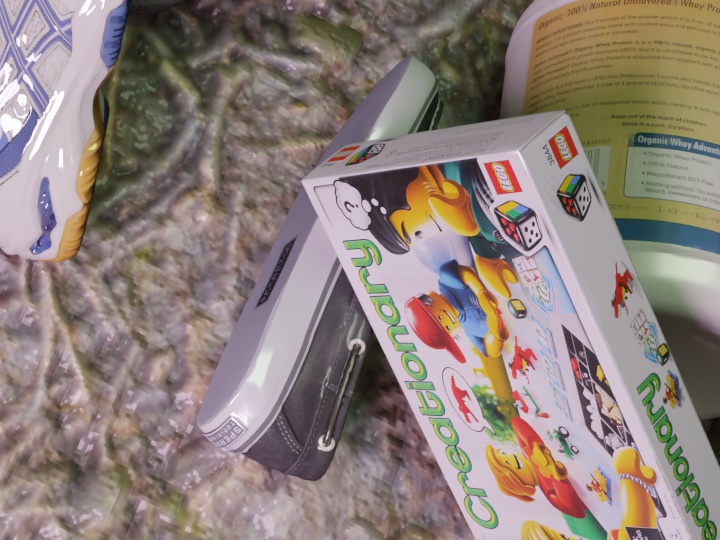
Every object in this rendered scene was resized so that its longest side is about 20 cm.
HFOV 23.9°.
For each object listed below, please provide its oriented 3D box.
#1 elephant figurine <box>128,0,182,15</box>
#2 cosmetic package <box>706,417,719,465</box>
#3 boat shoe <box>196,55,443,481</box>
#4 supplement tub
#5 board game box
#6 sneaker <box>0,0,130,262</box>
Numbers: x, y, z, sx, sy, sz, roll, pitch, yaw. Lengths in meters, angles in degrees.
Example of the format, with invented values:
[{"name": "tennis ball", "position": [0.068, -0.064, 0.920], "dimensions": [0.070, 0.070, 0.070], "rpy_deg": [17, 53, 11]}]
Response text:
[{"name": "elephant figurine", "position": [-0.091, -0.228, 0.771], "dimensions": [0.155, 0.141, 0.201], "rpy_deg": [29, 39, -42]}, {"name": "cosmetic package", "position": [0.237, 0.047, 0.797], "dimensions": [0.073, 0.104, 0.200], "rpy_deg": [40, 59, -2]}, {"name": "boat shoe", "position": [0.000, 0.000, 0.740], "dimensions": [0.066, 0.070, 0.201], "rpy_deg": [33, 60, -15]}, {"name": "supplement tub", "position": [0.132, -0.048, 0.768], "dimensions": [0.144, 0.145, 0.201], "rpy_deg": [17, 64, -15]}, {"name": "board game box", "position": [0.066, 0.038, 0.674], "dimensions": [0.035, 0.126, 0.201], "rpy_deg": [-38, 110, -34]}, {"name": "sneaker", "position": [-0.135, -0.099, 0.667], "dimensions": [0.088, 0.201, 0.075], "rpy_deg": [13, 20, -8]}]
